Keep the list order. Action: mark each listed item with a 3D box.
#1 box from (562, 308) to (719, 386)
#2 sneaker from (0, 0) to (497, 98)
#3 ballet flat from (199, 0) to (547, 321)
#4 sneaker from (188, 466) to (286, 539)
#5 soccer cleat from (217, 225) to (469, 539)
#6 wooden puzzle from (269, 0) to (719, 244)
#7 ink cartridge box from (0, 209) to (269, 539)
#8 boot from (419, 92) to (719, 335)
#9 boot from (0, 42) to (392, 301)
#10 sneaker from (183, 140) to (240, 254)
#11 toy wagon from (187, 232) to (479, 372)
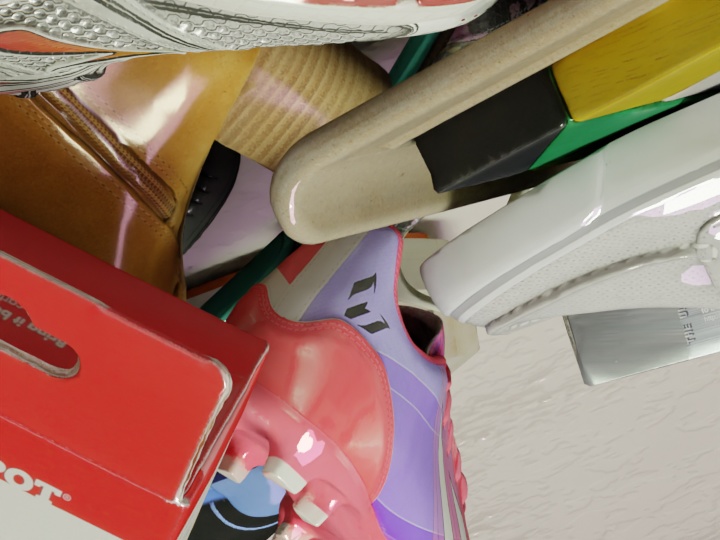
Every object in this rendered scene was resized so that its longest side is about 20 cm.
[{"bbox_3d":[0.139,-0.030,0.910,0.158,0.048,0.200,-15,-169,9],"label":"box"},{"bbox_3d":[-0.062,-0.083,0.683,0.200,0.078,0.082,5,154,4],"label":"sneaker"},{"bbox_3d":[0.000,0.000,0.898,0.200,0.071,0.069,-51,-173,11],"label":"ballet flat"},{"bbox_3d":[-0.071,0.089,0.990,0.200,0.070,0.078,-18,122,33],"label":"sneaker"},{"bbox_3d":[0.006,0.050,0.848,0.077,0.067,0.200,-55,156,-10],"label":"soccer cleat"},{"bbox_3d":[0.097,-0.065,0.730,0.200,0.037,0.185,-33,170,35],"label":"wooden puzzle"},{"bbox_3d":[-0.100,0.052,0.753,0.200,0.116,0.067,-64,178,40],"label":"ink cartridge box"},{"bbox_3d":[0.119,-0.003,0.759,0.200,0.096,0.074,-25,175,17],"label":"boot"},{"bbox_3d":[-0.100,-0.017,0.789,0.144,0.071,0.201,29,108,-32],"label":"boot"},{"bbox_3d":[-0.095,0.008,0.929,0.200,0.060,0.104,-39,164,23],"label":"sneaker"},{"bbox_3d":[-0.055,0.044,1.067,0.200,0.040,0.155,-20,157,-2],"label":"toy wagon"}]
